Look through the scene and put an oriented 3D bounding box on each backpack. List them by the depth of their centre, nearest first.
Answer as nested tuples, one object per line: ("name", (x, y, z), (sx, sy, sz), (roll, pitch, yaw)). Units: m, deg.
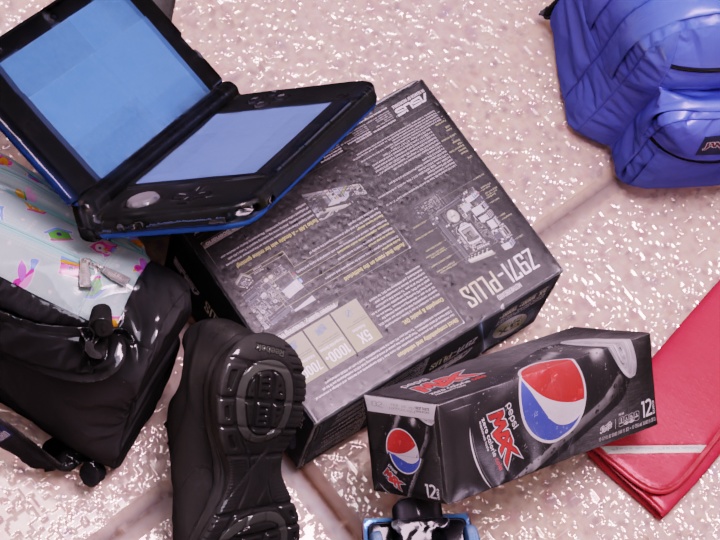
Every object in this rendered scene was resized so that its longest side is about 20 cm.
("backpack", (-0.209, 0.018, 1.402), (0.199, 0.167, 0.127), (29, 46, 5))
("backpack", (0.235, -0.158, 1.522), (0.161, 0.200, 0.169), (-10, 69, -15))

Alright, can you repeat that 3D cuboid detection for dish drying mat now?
("dish drying mat", (0.235, 0.073, 1.525), (0.077, 0.018, 0.200), (40, 67, 8))

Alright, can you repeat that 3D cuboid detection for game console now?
("game console", (-0.111, -0.111, 1.369), (0.170, 0.119, 0.200), (-4, 24, 27))

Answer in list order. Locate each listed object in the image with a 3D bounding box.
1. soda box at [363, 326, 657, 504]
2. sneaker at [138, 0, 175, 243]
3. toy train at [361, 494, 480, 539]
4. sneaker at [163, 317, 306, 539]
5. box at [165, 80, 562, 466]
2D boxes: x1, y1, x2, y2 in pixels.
("soda box", (0.097, 0.087, 1.414), (0.199, 0.071, 0.064), (-16, 104, -42))
("sneaker", (-0.134, -0.094, 1.503), (0.115, 0.075, 0.201), (23, 75, -6))
("toy train", (0.039, 0.239, 1.366), (0.086, 0.114, 0.201), (-3, 68, -5))
("sneaker", (-0.084, 0.123, 1.388), (0.076, 0.091, 0.201), (0, 108, -34))
("box", (0.000, 0.000, 1.464), (0.199, 0.086, 0.164), (-31, 75, -21))
